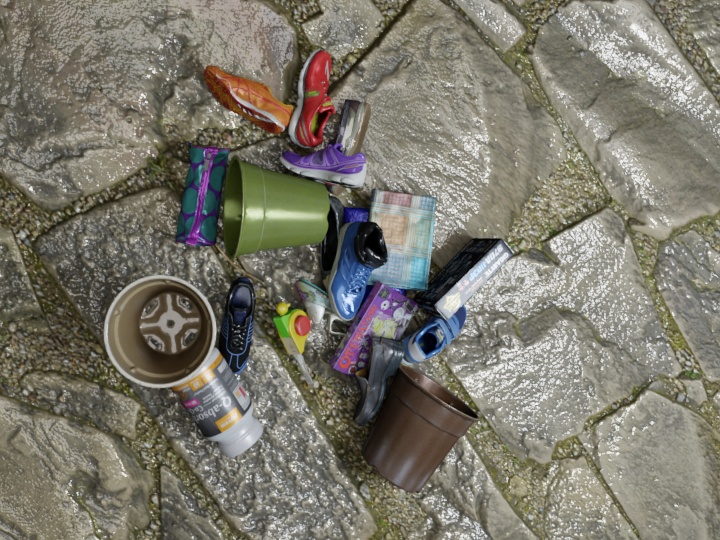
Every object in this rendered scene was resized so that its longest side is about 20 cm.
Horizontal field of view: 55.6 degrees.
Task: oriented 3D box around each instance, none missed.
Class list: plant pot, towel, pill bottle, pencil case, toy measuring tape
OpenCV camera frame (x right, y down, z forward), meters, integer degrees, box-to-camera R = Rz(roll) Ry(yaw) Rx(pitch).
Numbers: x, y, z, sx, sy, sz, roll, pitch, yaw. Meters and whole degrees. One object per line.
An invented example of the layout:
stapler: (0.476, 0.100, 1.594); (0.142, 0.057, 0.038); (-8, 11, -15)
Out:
plant pot: (-0.375, 0.110, 1.318); (0.196, 0.183, 0.205); (0, 90, -10)
towel: (0.031, -0.033, 1.460); (0.145, 0.050, 0.204); (0, 90, -11)
pill bottle: (-0.285, 0.264, 1.366); (0.115, 0.116, 0.202); (-33, 104, -8)
towel: (0.082, -0.062, 1.434); (0.144, 0.022, 0.204); (6, 91, -10)
plant pot: (0.110, 0.332, 1.414); (0.198, 0.200, 0.200); (32, 92, -9)
plant pot: (-0.166, -0.118, 1.368); (0.187, 0.199, 0.204); (3, 90, -22)
pencil case: (-0.319, -0.150, 1.374); (0.083, 0.092, 0.204); (8, 90, -10)
toy measuring tape: (-0.123, 0.148, 1.434); (0.073, 0.074, 0.202); (-27, 111, -9)

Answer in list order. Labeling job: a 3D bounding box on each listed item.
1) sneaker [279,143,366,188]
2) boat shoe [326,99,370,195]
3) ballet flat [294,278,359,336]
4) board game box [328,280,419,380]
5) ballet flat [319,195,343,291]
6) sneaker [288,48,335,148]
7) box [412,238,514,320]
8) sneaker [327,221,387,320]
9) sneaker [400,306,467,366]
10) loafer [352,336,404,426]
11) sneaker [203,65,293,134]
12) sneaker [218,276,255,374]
sneaker: (-0.072, -0.221, 1.392); (0.197, 0.080, 0.085); (13, 89, 24)
boat shoe: (-0.036, -0.261, 1.440); (0.064, 0.072, 0.203); (21, 99, 14)
ballet flat: (-0.060, 0.092, 1.434); (0.198, 0.069, 0.072); (29, 73, -13)
board game box: (0.030, 0.132, 1.431); (0.119, 0.032, 0.202); (27, 96, -33)
ballet flat: (-0.066, -0.055, 1.430); (0.065, 0.056, 0.204); (-4, 84, 32)
sneaker: (-0.083, -0.351, 1.410); (0.076, 0.084, 0.204); (5, 99, -53)
box: (0.212, 0.014, 1.438); (0.200, 0.159, 0.046); (-44, 100, -7)
sneaker: (-0.001, 0.000, 1.369); (0.076, 0.110, 0.204); (15, 79, -35)
sneaker: (0.167, 0.133, 1.457); (0.199, 0.082, 0.074); (-38, 93, -27)
loafer: (0.021, 0.226, 1.420); (0.071, 0.073, 0.203); (20, 100, -12)
sneaker: (-0.232, -0.360, 1.410); (0.198, 0.073, 0.078); (33, 64, -14)
sneaker: (-0.253, 0.115, 1.394); (0.069, 0.078, 0.204); (4, 89, -10)
